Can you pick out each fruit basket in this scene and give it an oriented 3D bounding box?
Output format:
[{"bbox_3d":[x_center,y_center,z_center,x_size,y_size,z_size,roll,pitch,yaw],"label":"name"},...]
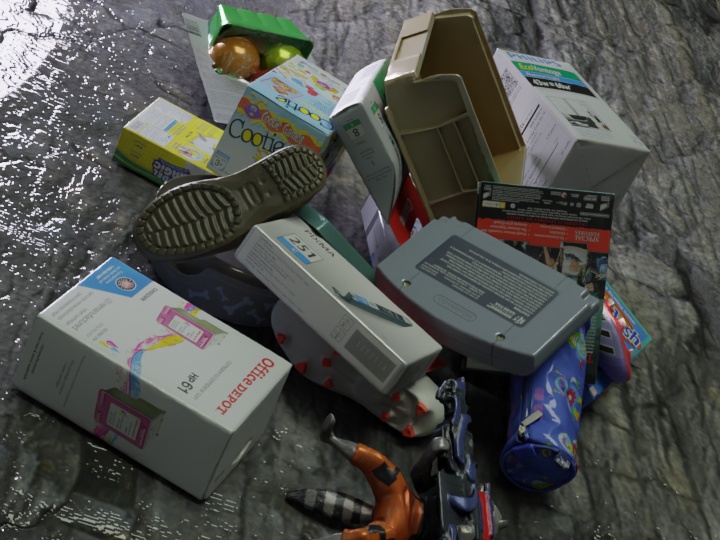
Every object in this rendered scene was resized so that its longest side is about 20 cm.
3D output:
[{"bbox_3d":[-0.124,-0.234,2.044,0.184,0.094,0.201,7,50,-31],"label":"fruit basket"}]

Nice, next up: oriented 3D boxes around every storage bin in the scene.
[{"bbox_3d":[0.106,-0.167,1.821,0.093,0.200,0.200,-15,25,17],"label":"storage bin"}]

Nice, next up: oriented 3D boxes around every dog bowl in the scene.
[{"bbox_3d":[-0.127,-0.018,1.689,0.199,0.059,0.201,20,30,-12],"label":"dog bowl"}]

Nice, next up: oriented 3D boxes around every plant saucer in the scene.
[{"bbox_3d":[0.000,0.000,1.682,0.200,0.019,0.070,46,-5,-37],"label":"plant saucer"}]

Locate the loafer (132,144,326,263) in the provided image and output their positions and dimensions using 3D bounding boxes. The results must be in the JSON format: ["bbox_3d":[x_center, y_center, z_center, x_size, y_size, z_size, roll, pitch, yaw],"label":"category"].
[{"bbox_3d":[-0.125,-0.055,1.599,0.199,0.068,0.076,-21,73,-10],"label":"loafer"}]

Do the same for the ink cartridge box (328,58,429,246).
[{"bbox_3d":[0.043,-0.115,1.791,0.201,0.050,0.161,59,20,-16],"label":"ink cartridge box"}]

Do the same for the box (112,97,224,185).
[{"bbox_3d":[-0.163,-0.114,1.831,0.199,0.049,0.117,26,27,4],"label":"box"}]

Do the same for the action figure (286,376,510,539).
[{"bbox_3d":[0.042,0.190,1.446,0.192,0.105,0.201,21,53,-21],"label":"action figure"}]

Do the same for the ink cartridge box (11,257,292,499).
[{"bbox_3d":[-0.178,0.092,1.438,0.199,0.085,0.145,31,28,6],"label":"ink cartridge box"}]

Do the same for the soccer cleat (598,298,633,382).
[{"bbox_3d":[0.228,0.033,1.760,0.067,0.076,0.201,104,-37,-86],"label":"soccer cleat"}]

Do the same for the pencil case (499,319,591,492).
[{"bbox_3d":[0.182,0.118,1.625,0.087,0.077,0.201,53,37,-43],"label":"pencil case"}]

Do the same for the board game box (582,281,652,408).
[{"bbox_3d":[0.234,0.060,1.826,0.152,0.045,0.200,51,32,4],"label":"board game box"}]

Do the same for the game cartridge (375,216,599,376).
[{"bbox_3d":[0.119,0.025,1.625,0.199,0.042,0.133,30,55,29],"label":"game cartridge"}]

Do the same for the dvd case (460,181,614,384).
[{"bbox_3d":[0.186,0.013,1.724,0.145,0.202,0.022,5,-1,7],"label":"dvd case"}]

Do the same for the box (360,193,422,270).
[{"bbox_3d":[0.087,-0.008,1.867,0.155,0.041,0.201,17,29,-19],"label":"box"}]

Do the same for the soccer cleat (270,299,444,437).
[{"bbox_3d":[-0.002,0.092,1.611,0.199,0.070,0.078,36,22,7],"label":"soccer cleat"}]

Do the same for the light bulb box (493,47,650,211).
[{"bbox_3d":[0.215,-0.132,2.012,0.124,0.199,0.200,6,35,-36],"label":"light bulb box"}]

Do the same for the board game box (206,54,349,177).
[{"bbox_3d":[-0.075,-0.151,1.797,0.104,0.103,0.200,31,21,3],"label":"board game box"}]

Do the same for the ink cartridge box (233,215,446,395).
[{"bbox_3d":[-0.005,0.026,1.593,0.200,0.045,0.176,42,20,13],"label":"ink cartridge box"}]
